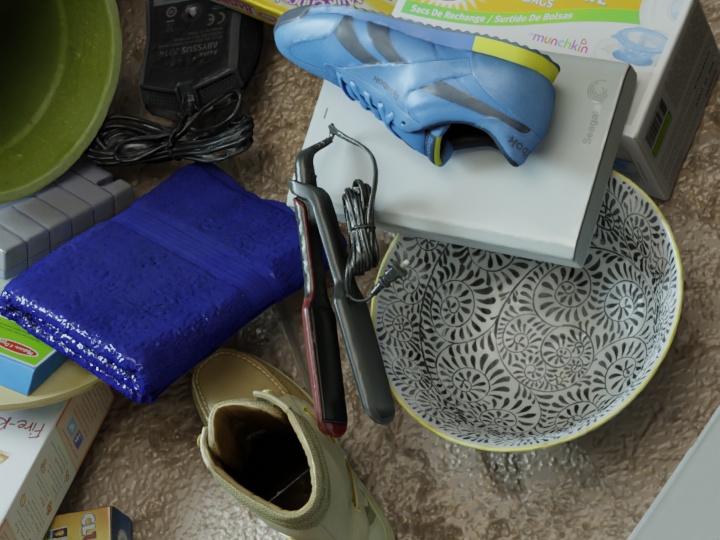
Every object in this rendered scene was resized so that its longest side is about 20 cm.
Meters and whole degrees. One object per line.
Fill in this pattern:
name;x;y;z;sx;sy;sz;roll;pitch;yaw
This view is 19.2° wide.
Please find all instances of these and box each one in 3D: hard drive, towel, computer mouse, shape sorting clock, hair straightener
hard drive;0.063;-0.083;1.351;0.200;0.026;0.132;11;76;25
towel;-0.125;0.007;1.431;0.148;0.050;0.200;27;45;32
computer mouse;-0.119;-0.158;1.547;0.138;0.053;0.200;-2;65;26
shape sorting clock;-0.243;0.032;1.461;0.200;0.039;0.200;2;33;-2
hair straightener;0.000;0.000;1.323;0.077;0.041;0.200;-14;72;26

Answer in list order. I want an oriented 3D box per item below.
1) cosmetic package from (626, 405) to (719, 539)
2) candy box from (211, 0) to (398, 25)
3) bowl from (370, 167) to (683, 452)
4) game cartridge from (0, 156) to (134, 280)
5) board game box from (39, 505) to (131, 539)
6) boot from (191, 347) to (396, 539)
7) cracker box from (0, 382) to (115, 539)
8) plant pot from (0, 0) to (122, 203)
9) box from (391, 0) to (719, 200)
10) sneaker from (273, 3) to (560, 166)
cosmetic package;0.252;0.209;1.175;0.200;0.165;0.165;28;74;29
candy box;-0.041;-0.219;1.508;0.200;0.026;0.102;23;73;19
bowl;0.115;0.034;1.351;0.201;0.094;0.201;-8;65;18
game cartridge;-0.279;-0.066;1.537;0.200;0.038;0.130;30;46;30
board game box;-0.217;0.265;1.405;0.135;0.035;0.200;-11;64;15
boot;-0.065;0.104;1.351;0.073;0.155;0.200;-37;60;1
cracker box;-0.269;0.137;1.435;0.134;0.058;0.200;6;50;22
plant pot;-0.305;-0.166;1.512;0.190;0.200;0.200;22;75;44
box;0.124;-0.138;1.421;0.200;0.101;0.113;17;75;26
sneaker;0.025;-0.114;1.326;0.200;0.066;0.078;16;82;26
